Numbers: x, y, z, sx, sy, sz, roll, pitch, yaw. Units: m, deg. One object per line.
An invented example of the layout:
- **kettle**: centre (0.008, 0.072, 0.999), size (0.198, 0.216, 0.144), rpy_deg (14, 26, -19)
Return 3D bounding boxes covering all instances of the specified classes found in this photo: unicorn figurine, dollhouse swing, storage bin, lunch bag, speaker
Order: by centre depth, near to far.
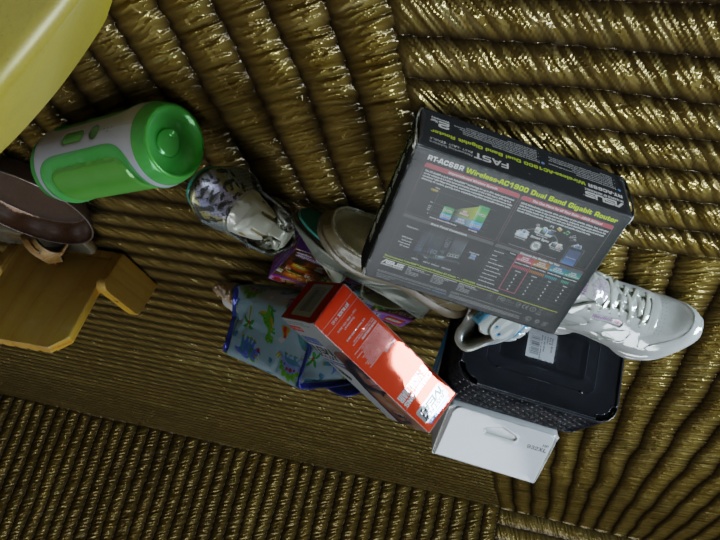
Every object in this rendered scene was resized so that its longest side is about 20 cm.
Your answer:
- **speaker**: centre (-0.251, -0.117, 0.835), size (0.199, 0.089, 0.088), rpy_deg (-3, 152, 39)
- **storage bin**: centre (0.208, 0.104, 1.000), size (0.199, 0.136, 0.094), rpy_deg (17, 159, -6)
- **lunch bag**: centre (-0.062, 0.092, 1.141), size (0.169, 0.128, 0.199), rpy_deg (18, -170, 40)
- **unicorn figurine**: centre (-0.157, 0.069, 1.266), size (0.137, 0.074, 0.200), rpy_deg (13, 147, 38)
- **dollhouse swing**: centre (-0.460, 0.059, 1.277), size (0.198, 0.177, 0.182), rpy_deg (7, 159, 15)

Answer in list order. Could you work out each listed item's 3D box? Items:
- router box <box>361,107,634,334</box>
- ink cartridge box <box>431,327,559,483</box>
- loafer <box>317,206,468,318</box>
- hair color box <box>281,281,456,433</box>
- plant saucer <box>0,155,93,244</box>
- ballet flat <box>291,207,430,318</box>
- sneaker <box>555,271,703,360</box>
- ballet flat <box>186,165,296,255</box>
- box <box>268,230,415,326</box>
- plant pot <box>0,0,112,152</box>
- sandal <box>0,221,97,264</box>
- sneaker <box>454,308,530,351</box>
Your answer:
- **router box**: centre (0.115, -0.040, 0.731), size (0.199, 0.062, 0.150), rpy_deg (18, 131, -7)
- **ink cartridge box**: centre (0.175, 0.177, 1.116), size (0.144, 0.200, 0.084), rpy_deg (17, 116, -3)
- **loafer**: centre (0.048, -0.020, 0.896), size (0.199, 0.076, 0.068), rpy_deg (25, 136, -14)
- **hair color box**: centre (0.009, 0.102, 0.981), size (0.200, 0.064, 0.111), rpy_deg (44, 163, -19)
- **plant saucer**: centre (-0.443, -0.096, 1.079), size (0.199, 0.035, 0.201), rpy_deg (13, 158, 6)
- **ballet flat**: centre (0.000, 0.000, 0.945), size (0.199, 0.068, 0.064), rpy_deg (27, 122, -12)
- **sneaker**: centre (0.271, 0.044, 0.896), size (0.199, 0.075, 0.100), rpy_deg (9, 159, 16)
- **ballet flat**: centre (-0.112, -0.058, 0.871), size (0.072, 0.073, 0.200), rpy_deg (9, 172, 15)
- **box**: centre (-0.006, 0.010, 1.046), size (0.199, 0.039, 0.137), rpy_deg (21, 159, -14)
- **plant pot**: centre (-0.281, -0.191, 0.548), size (0.199, 0.178, 0.200), rpy_deg (24, 157, -20)
- **sandal**: centre (-0.473, -0.038, 1.217), size (0.199, 0.054, 0.080), rpy_deg (5, 157, 23)
- **sneaker**: centre (0.159, 0.029, 0.851), size (0.075, 0.086, 0.200), rpy_deg (52, 143, 20)
